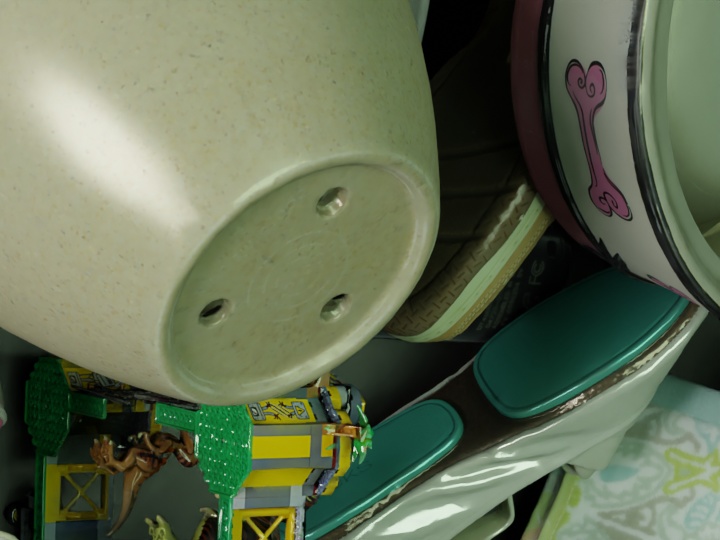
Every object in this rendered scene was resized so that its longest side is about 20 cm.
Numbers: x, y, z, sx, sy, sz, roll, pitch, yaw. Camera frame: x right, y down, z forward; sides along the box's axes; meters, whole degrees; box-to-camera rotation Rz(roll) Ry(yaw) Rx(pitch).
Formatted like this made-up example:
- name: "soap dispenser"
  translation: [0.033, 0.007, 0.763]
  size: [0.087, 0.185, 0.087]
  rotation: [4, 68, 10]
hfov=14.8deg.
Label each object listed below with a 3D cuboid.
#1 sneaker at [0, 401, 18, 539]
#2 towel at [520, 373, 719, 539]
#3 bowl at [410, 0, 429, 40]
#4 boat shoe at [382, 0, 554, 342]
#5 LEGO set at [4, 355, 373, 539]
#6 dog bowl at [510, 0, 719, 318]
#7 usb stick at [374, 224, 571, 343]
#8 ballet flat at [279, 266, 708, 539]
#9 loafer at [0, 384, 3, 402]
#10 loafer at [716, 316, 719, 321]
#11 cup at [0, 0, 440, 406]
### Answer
- name: "sneaker"
  translation: [-0.165, 0.043, 0.914]
  size: [0.088, 0.081, 0.200]
  rotation: [-23, 78, -1]
- name: "towel"
  translation: [0.148, 0.138, 1.084]
  size: [0.048, 0.200, 0.172]
  rotation: [33, 76, -59]
- name: "bowl"
  translation: [-0.073, -0.104, 0.971]
  size: [0.199, 0.075, 0.200]
  rotation: [-21, 140, -24]
- name: "boat shoe"
  translation: [0.070, -0.057, 1.032]
  size: [0.076, 0.072, 0.200]
  rotation: [35, 83, -51]
- name: "LEGO set"
  translation: [-0.033, 0.096, 0.976]
  size: [0.116, 0.200, 0.154]
  rotation: [1, 85, -32]
- name: "dog bowl"
  translation: [0.131, -0.081, 0.990]
  size: [0.200, 0.074, 0.201]
  rotation: [-11, 106, -46]
- name: "usb stick"
  translation: [0.000, 0.000, 1.053]
  size: [0.200, 0.033, 0.056]
  rotation: [4, 110, -40]
- name: "ballet flat"
  translation: [0.056, 0.067, 1.076]
  size: [0.200, 0.069, 0.070]
  rotation: [-33, 110, 2]
- name: "loafer"
  translation: [-0.184, 0.118, 0.971]
  size: [0.070, 0.070, 0.201]
  rotation: [15, 82, 9]
- name: "loafer"
  translation: [0.174, 0.003, 1.081]
  size: [0.072, 0.200, 0.073]
  rotation: [-34, 129, 3]
- name: "cup"
  translation: [-0.055, -0.041, 0.870]
  size: [0.200, 0.143, 0.201]
  rotation: [-25, 144, -20]
